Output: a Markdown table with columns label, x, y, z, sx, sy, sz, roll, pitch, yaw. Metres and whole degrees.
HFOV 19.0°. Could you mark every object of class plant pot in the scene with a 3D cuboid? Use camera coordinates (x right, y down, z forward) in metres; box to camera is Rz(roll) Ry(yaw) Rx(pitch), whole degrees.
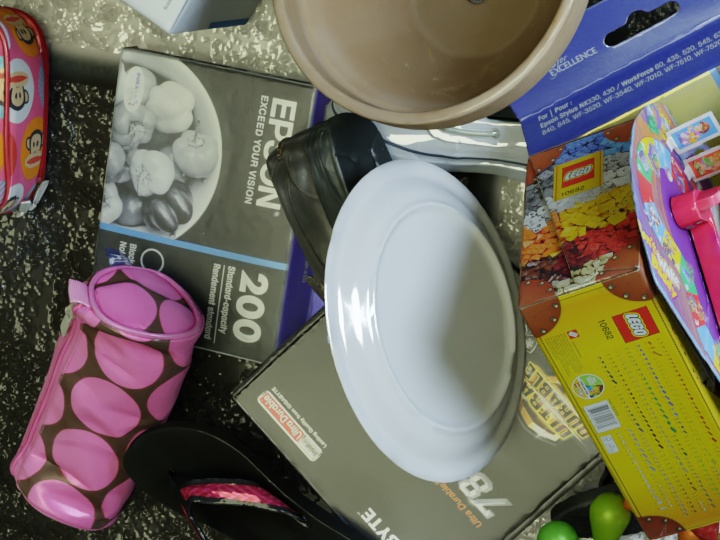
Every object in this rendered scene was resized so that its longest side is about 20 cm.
| label | x | y | z | sx | sy | sz | roll | pitch | yaw |
| --- | --- | --- | --- | --- | --- | --- | --- | --- | --- |
| plant pot | 0.054 | -0.177 | 1.284 | 0.201 | 0.093 | 0.201 | -4 | 80 | 24 |

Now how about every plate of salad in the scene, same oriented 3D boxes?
| label | x | y | z | sx | sy | sz | roll | pitch | yaw |
| --- | --- | --- | --- | --- | --- | --- | --- | --- | --- |
| plate of salad | 0.036 | 0.032 | 1.325 | 0.048 | 0.200 | 0.200 | -12 | 96 | 39 |

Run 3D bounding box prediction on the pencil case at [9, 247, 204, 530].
| label | x | y | z | sx | sy | sz | roll | pitch | yaw |
| --- | --- | --- | --- | --- | --- | --- | --- | --- | --- |
| pencil case | -0.180 | 0.088 | 1.475 | 0.200 | 0.094 | 0.091 | -67 | 33 | 33 |

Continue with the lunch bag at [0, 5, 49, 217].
| label | x | y | z | sx | sy | sz | roll | pitch | yaw |
| --- | --- | --- | --- | --- | --- | --- | --- | --- | --- |
| lunch bag | -0.320 | -0.102 | 1.518 | 0.200 | 0.082 | 0.176 | 5 | 101 | 16 |

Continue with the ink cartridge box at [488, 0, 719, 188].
| label | x | y | z | sx | sy | sz | roll | pitch | yaw |
| --- | --- | --- | --- | --- | --- | --- | --- | --- | --- |
| ink cartridge box | 0.209 | -0.088 | 1.323 | 0.198 | 0.047 | 0.200 | -27 | 123 | 18 |

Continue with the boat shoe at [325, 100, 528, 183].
| label | x | y | z | sx | sy | sz | roll | pitch | yaw |
| --- | --- | --- | --- | --- | --- | --- | --- | --- | --- |
| boat shoe | 0.078 | -0.103 | 1.393 | 0.200 | 0.074 | 0.067 | 10 | 129 | 4 |

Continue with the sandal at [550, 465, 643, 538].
| label | x | y | z | sx | sy | sz | roll | pitch | yaw |
| --- | --- | --- | --- | --- | --- | --- | --- | --- | --- |
| sandal | 0.216 | 0.124 | 1.401 | 0.200 | 0.075 | 0.048 | -25 | 55 | 20 |

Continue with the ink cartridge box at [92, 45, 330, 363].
| label | x | y | z | sx | sy | sz | roll | pitch | yaw |
| --- | --- | --- | --- | --- | --- | --- | --- | --- | --- |
| ink cartridge box | -0.080 | -0.039 | 1.474 | 0.200 | 0.043 | 0.198 | 12 | 103 | 14 |

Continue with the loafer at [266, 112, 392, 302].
| label | x | y | z | sx | sy | sz | roll | pitch | yaw |
| --- | --- | --- | --- | --- | --- | --- | --- | --- | --- |
| loafer | 0.000 | 0.000 | 1.386 | 0.072 | 0.073 | 0.200 | -14 | 94 | 39 |

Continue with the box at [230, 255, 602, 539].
| label | x | y | z | sx | sy | sz | roll | pitch | yaw |
| --- | --- | --- | --- | --- | --- | --- | --- | --- | --- |
| box | 0.052 | 0.088 | 1.429 | 0.198 | 0.050 | 0.200 | -42 | 86 | 5 |

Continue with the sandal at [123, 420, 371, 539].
| label | x | y | z | sx | sy | sz | roll | pitch | yaw |
| --- | --- | --- | --- | --- | --- | --- | --- | --- | --- |
| sandal | -0.073 | 0.165 | 1.419 | 0.200 | 0.045 | 0.075 | 30 | 127 | 13 |

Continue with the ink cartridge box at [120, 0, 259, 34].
| label | x | y | z | sx | sy | sz | roll | pitch | yaw |
| --- | --- | --- | --- | --- | --- | --- | --- | --- | --- |
| ink cartridge box | -0.159 | -0.245 | 1.410 | 0.200 | 0.145 | 0.084 | 35 | 108 | 9 |

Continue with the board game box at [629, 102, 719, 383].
| label | x | y | z | sx | sy | sz | roll | pitch | yaw |
| --- | --- | --- | --- | --- | --- | --- | --- | --- | --- |
| board game box | 0.219 | -0.008 | 1.255 | 0.039 | 0.158 | 0.200 | -21 | 124 | 26 |

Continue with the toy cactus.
| label | x | y | z | sx | sy | sz | roll | pitch | yaw |
| --- | --- | --- | --- | --- | --- | --- | --- | --- | --- |
| toy cactus | 0.170 | 0.217 | 1.385 | 0.200 | 0.102 | 0.165 | -26 | 129 | 26 |

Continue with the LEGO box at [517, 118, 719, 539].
| label | x | y | z | sx | sy | sz | roll | pitch | yaw |
| --- | --- | --- | --- | --- | --- | --- | --- | --- | --- |
| LEGO box | 0.170 | 0.037 | 1.293 | 0.077 | 0.149 | 0.200 | -18 | 124 | 20 |
